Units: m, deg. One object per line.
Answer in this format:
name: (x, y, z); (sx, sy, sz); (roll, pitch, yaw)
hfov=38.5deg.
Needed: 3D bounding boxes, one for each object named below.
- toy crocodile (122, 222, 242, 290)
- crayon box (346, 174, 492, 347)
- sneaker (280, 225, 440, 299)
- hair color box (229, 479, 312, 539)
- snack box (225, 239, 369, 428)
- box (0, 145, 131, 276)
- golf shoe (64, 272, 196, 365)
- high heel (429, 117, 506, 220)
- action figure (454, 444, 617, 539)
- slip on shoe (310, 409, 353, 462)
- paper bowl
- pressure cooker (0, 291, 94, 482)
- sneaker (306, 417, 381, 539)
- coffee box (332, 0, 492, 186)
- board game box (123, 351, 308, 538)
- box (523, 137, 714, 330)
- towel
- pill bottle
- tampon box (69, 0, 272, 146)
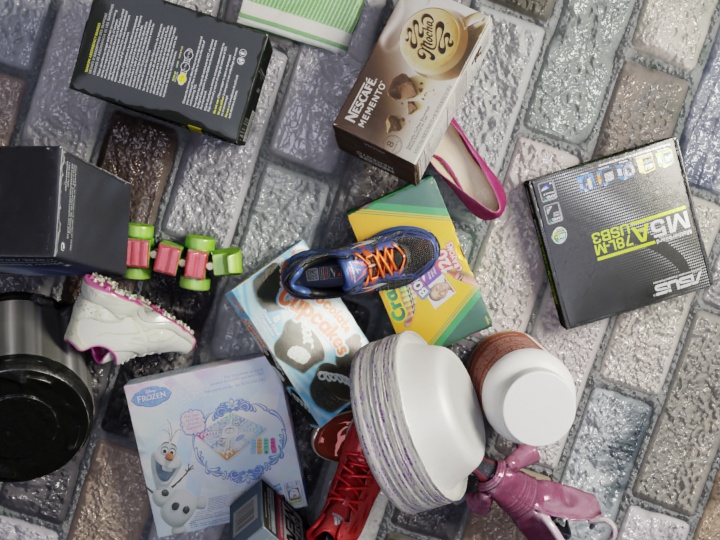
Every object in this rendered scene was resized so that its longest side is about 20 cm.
toy crocodile: (-0.242, -0.017, 1.273); (0.196, 0.062, 0.069); (10, 96, -3)
crayon box: (0.072, -0.003, 1.288); (0.117, 0.058, 0.203); (-23, 97, 1)
sneaker: (0.000, 0.000, 1.219); (0.197, 0.078, 0.077); (-16, 98, 4)
hair color box: (-0.075, 0.363, 1.276); (0.060, 0.099, 0.200); (-39, 112, 10)
snack box: (-0.066, 0.078, 1.282); (0.116, 0.037, 0.201); (-36, 97, -24)
box: (-0.388, -0.061, 1.169); (0.196, 0.198, 0.126); (1, 85, 9)
golf shoe: (-0.275, 0.074, 1.229); (0.075, 0.200, 0.092); (25, 83, 35)
high heel: (0.106, -0.145, 1.255); (0.067, 0.096, 0.201); (-33, 97, 2)
action figure: (0.197, 0.288, 1.289); (0.199, 0.149, 0.135); (34, 100, -19)
slip on shoe: (0.034, 0.220, 1.311); (0.196, 0.061, 0.075); (7, 98, -2)
paper bowl: (0.075, 0.168, 1.187); (0.103, 0.201, 0.203); (-19, 97, 19)
pressure cooker: (-0.404, 0.123, 1.222); (0.173, 0.201, 0.181); (4, 119, -22)
sneaker: (-0.006, 0.266, 1.240); (0.077, 0.116, 0.203); (16, 106, 10)
coffee box: (0.062, -0.220, 1.221); (0.112, 0.080, 0.202); (27, 81, 11)
board game box: (-0.181, 0.218, 1.311); (0.197, 0.043, 0.202); (-11, 98, -1)
box: (0.324, -0.047, 1.300); (0.197, 0.048, 0.196); (-16, 94, 0)
towel: (-0.058, -0.380, 1.261); (0.150, 0.023, 0.203); (16, 94, -4)
pill bottle: (0.194, 0.142, 1.238); (0.110, 0.200, 0.114); (0, 96, -2)
tampon box: (-0.215, -0.237, 1.206); (0.197, 0.150, 0.128); (17, 95, -4)
